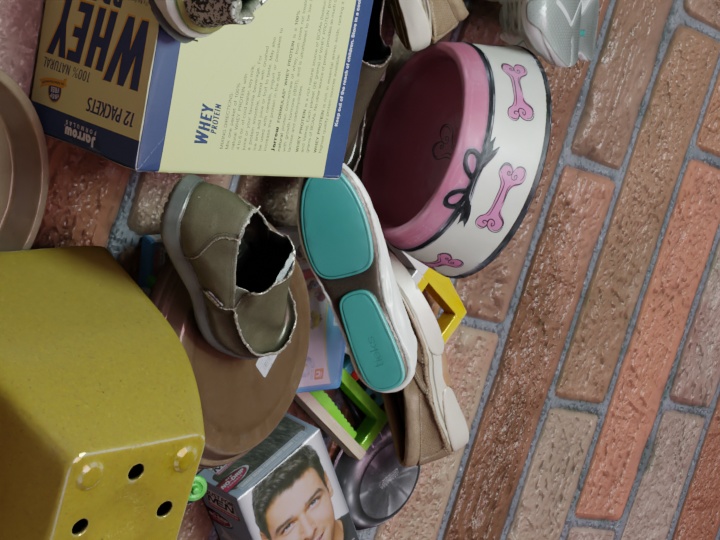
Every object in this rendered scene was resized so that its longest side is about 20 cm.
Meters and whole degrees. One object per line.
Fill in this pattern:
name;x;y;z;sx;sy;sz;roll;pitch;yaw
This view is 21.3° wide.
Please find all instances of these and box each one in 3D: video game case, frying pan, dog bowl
video game case;-0.093;0.036;1.561;0.199;0.018;0.144;-5;109;-36
frying pan;0.020;0.151;1.738;0.115;0.031;0.191;-15;119;-42
dog bowl;0.071;-0.099;1.576;0.073;0.200;0.201;15;95;-26

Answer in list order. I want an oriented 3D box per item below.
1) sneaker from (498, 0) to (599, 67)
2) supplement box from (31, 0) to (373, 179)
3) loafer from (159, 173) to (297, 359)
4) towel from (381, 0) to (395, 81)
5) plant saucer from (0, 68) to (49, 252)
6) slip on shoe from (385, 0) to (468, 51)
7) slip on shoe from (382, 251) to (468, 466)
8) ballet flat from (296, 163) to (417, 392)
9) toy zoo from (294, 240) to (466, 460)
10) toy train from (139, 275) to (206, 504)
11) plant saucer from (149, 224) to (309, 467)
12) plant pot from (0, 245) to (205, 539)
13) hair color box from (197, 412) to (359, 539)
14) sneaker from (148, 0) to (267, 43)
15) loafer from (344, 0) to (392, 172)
sneaker;0.150;-0.206;1.612;0.200;0.080;0.071;-9;106;-76
supplement box;-0.111;-0.179;1.390;0.199;0.134;0.201;-2;106;-45
loafer;-0.082;0.008;1.377;0.076;0.069;0.200;-66;154;-22
towel;-0.020;-0.241;1.541;0.143;0.023;0.201;-3;107;-44
plant saucer;-0.304;-0.055;1.322;0.199;0.029;0.201;-20;120;-39
slip on shoe;0.040;-0.264;1.511;0.060;0.076;0.201;-22;129;-4
slip on shoe;0.034;0.077;1.637;0.060;0.076;0.201;-27;120;-15
ballet flat;0.000;0.000;1.545;0.069;0.069;0.201;-28;107;-35
toy zoo;0.016;0.048;1.680;0.200;0.020;0.131;-52;125;-17
toy train;-0.155;0.096;1.501;0.056;0.042;0.201;-11;113;-21
plant saucer;-0.098;0.055;1.483;0.200;0.029;0.201;-20;114;-54
plant pot;-0.219;0.118;1.326;0.195;0.200;0.195;-5;121;-44
hair color box;-0.061;0.229;1.660;0.099;0.060;0.201;-39;130;-28
sneaker;-0.050;-0.228;1.269;0.201;0.088;0.077;-56;135;-15
loafer;-0.016;-0.159;1.508;0.073;0.071;0.201;-14;115;-42
